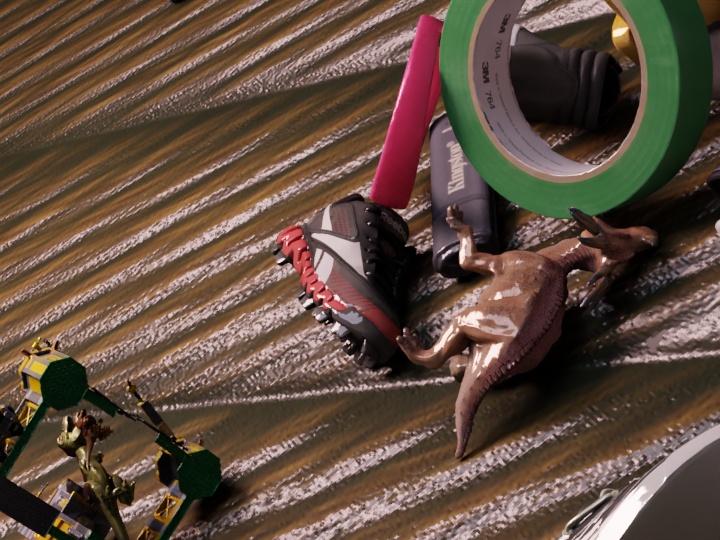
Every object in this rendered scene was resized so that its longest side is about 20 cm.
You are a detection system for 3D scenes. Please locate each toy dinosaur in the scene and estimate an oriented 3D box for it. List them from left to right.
[{"bbox_3d":[0.112,0.027,1.440,0.135,0.086,0.201,-1,51,38],"label":"toy dinosaur"}]

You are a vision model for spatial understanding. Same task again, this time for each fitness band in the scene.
[{"bbox_3d":[0.040,-0.120,1.625,0.200,0.037,0.145,-71,-1,-81],"label":"fitness band"}]

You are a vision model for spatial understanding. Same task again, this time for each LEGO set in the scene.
[{"bbox_3d":[-0.211,0.140,1.546,0.116,0.199,0.155,15,79,57],"label":"LEGO set"}]

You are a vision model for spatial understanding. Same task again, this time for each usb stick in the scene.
[{"bbox_3d":[0.078,-0.064,1.650,0.055,0.033,0.201,-30,30,20],"label":"usb stick"}]

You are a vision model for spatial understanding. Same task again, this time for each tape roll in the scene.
[{"bbox_3d":[0.147,-0.139,1.493,0.199,0.202,0.048,-10,6,41],"label":"tape roll"}]

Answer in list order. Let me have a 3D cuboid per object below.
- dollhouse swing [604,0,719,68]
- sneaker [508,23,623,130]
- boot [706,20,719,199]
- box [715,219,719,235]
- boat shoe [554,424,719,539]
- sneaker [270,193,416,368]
[{"bbox_3d":[0.271,-0.251,1.554,0.199,0.176,0.182,-11,39,41],"label":"dollhouse swing"},{"bbox_3d":[0.151,-0.145,1.661,0.098,0.071,0.200,12,11,4],"label":"sneaker"},{"bbox_3d":[0.269,-0.103,1.462,0.132,0.070,0.199,-54,28,-17],"label":"boot"},{"bbox_3d":[0.339,-0.009,1.180,0.199,0.131,0.200,-39,29,0],"label":"box"},{"bbox_3d":[0.150,0.152,1.226,0.200,0.071,0.064,-42,30,-3],"label":"boat shoe"},{"bbox_3d":[0.000,0.000,1.607,0.098,0.071,0.201,-39,28,3],"label":"sneaker"}]
